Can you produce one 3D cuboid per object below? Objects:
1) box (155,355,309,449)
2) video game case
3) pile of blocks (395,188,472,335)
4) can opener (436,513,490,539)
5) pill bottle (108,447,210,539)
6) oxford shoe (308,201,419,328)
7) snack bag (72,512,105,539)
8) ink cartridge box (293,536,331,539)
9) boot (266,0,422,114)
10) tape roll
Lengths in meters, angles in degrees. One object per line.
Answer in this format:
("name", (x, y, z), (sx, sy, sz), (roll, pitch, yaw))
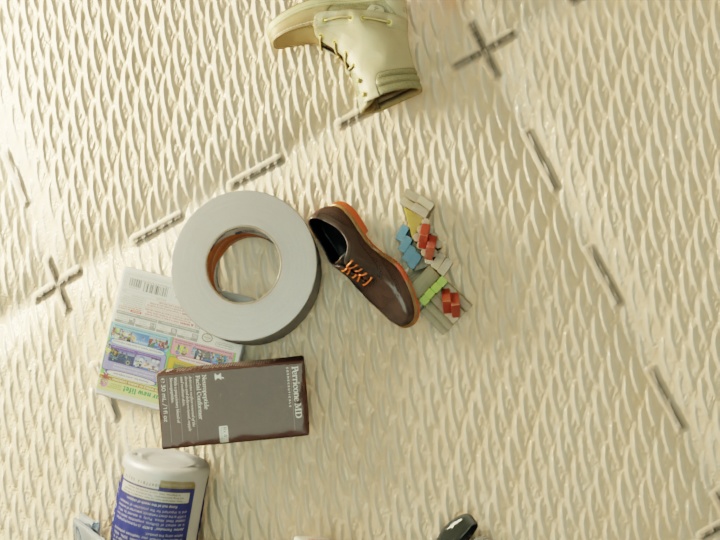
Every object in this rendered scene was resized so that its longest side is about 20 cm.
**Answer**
("box", (-0.169, 0.176, 1.103), (0.196, 0.075, 0.102), (-5, 90, -6))
("video game case", (-0.261, 0.106, 1.159), (0.196, 0.022, 0.186), (13, 89, 6))
("pile of blocks", (0.086, -0.013, 1.103), (0.081, 0.062, 0.203), (-21, 85, 5))
("can opener", (0.096, 0.416, 1.099), (0.200, 0.053, 0.066), (-47, 50, 1))
("pill bottle", (-0.275, 0.351, 1.102), (0.117, 0.120, 0.204), (10, 89, 7))
("oxford shoe", (0.000, 0.000, 1.097), (0.201, 0.072, 0.071), (50, 124, 11))
("snack bag", (-0.344, 0.426, 1.084), (0.021, 0.199, 0.192), (-6, 85, -29))
("ink cartridge box", (-0.028, 0.398, 1.056), (0.197, 0.116, 0.068), (20, 80, 25))
("boot", (-0.022, -0.288, 1.120), (0.196, 0.073, 0.158), (-12, 84, 0))
("tape roll", (-0.152, -0.002, 1.114), (0.196, 0.066, 0.204), (-1, 79, 4))
